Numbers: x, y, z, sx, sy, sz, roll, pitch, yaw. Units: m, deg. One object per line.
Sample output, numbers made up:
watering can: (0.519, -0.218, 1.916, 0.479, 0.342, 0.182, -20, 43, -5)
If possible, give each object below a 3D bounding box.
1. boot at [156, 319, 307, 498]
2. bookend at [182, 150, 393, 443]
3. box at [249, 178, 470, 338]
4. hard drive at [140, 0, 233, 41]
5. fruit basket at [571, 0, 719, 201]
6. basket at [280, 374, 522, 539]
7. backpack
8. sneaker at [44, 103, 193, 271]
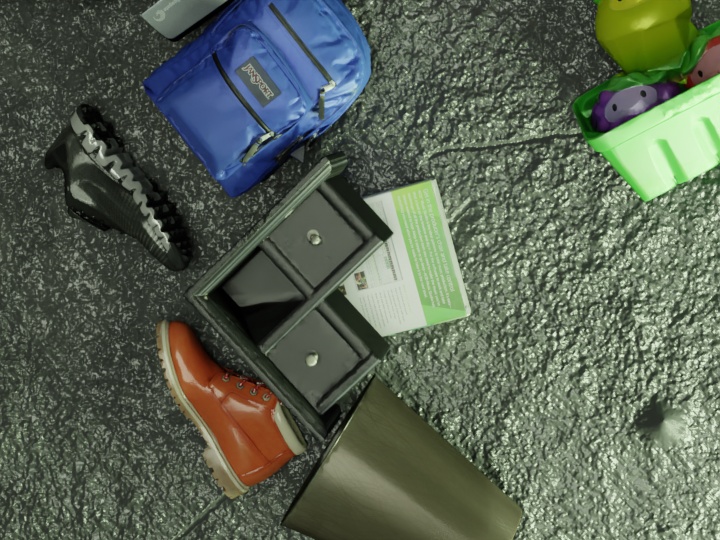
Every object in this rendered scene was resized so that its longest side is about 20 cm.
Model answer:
boot: (-0.135, 0.126, 1.549, 0.107, 0.075, 0.201, -27, 101, 9)
bookend: (-0.031, 0.025, 1.467, 0.199, 0.092, 0.200, -42, 90, 12)
box: (0.000, 0.000, 1.524, 0.199, 0.036, 0.145, -14, 95, 13)
hard drive: (-0.121, -0.291, 1.444, 0.200, 0.135, 0.042, -37, 98, 0)
fruit basket: (0.287, -0.199, 1.401, 0.214, 0.156, 0.217, 0, 113, 1)
basket: (0.049, 0.234, 1.500, 0.199, 0.136, 0.181, 33, 96, 0)
backpack: (-0.087, -0.183, 1.449, 0.200, 0.168, 0.163, -37, 102, 11)
sneaker: (-0.254, -0.069, 1.545, 0.090, 0.066, 0.200, -39, 86, 15)
